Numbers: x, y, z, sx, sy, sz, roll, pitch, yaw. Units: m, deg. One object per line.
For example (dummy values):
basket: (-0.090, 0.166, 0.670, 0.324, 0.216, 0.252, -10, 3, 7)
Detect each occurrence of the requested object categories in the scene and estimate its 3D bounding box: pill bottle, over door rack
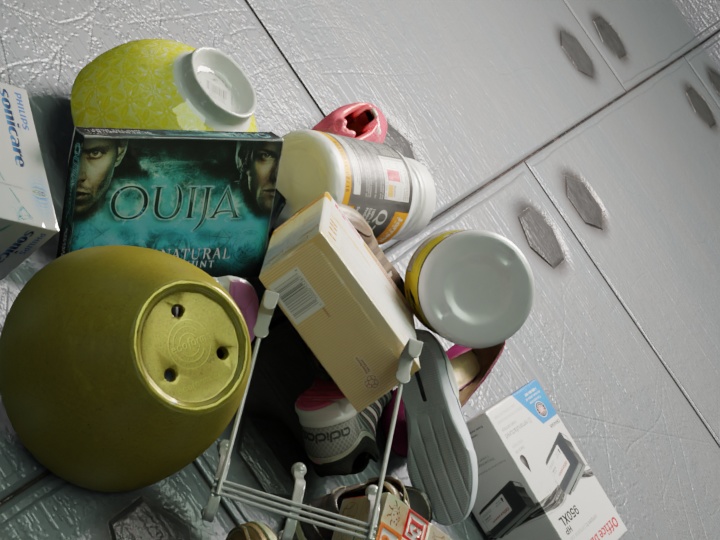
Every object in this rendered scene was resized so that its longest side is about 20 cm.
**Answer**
pill bottle: (0.104, 0.015, 1.512, 0.115, 0.114, 0.200, 53, -2, -4)
pill bottle: (-0.010, -0.087, 1.635, 0.199, 0.116, 0.117, 5, 56, -52)
over door rack: (-0.040, 0.137, 1.262, 0.147, 0.067, 0.201, 18, 68, -7)

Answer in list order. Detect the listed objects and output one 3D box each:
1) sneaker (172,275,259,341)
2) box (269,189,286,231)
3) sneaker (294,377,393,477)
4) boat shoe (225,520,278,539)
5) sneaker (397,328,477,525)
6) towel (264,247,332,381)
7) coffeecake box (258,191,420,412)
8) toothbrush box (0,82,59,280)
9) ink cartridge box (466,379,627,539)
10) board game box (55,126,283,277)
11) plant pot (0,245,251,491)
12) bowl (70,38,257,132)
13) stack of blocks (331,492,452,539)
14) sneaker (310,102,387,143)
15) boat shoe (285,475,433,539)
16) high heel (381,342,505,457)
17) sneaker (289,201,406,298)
sneaker: (-0.191, 0.042, 1.303, 0.199, 0.088, 0.081, -3, 98, -34)
box: (-0.165, -0.067, 1.467, 0.159, 0.046, 0.200, 47, 32, -14)
sneaker: (-0.013, 0.150, 1.447, 0.200, 0.073, 0.088, -24, 109, -75)
boat shoe: (-0.092, 0.294, 1.201, 0.076, 0.072, 0.201, 9, 50, -31)
sneaker: (0.081, 0.153, 1.507, 0.071, 0.072, 0.202, -20, 100, -70)
towel: (-0.042, 0.038, 1.518, 0.147, 0.022, 0.200, 58, 14, 4)
coffeecake box: (-0.017, 0.024, 1.399, 0.154, 0.073, 0.200, 54, 8, -10)
toothbrush box: (-0.353, -0.088, 1.185, 0.199, 0.085, 0.147, 17, 47, -49)
ink cartridge box: (0.187, 0.238, 1.626, 0.201, 0.084, 0.144, 59, 31, 6)
board game box: (-0.168, -0.058, 1.326, 0.199, 0.136, 0.028, -3, 23, -35)
plant pot: (-0.163, 0.068, 1.168, 0.199, 0.142, 0.202, 8, 76, -34)
bowl: (-0.160, -0.146, 1.401, 0.200, 0.107, 0.201, 34, 37, -30)
stack of blocks: (0.016, 0.308, 1.278, 0.115, 0.058, 0.201, 41, 52, -31)
sneaker: (-0.002, -0.163, 1.751, 0.074, 0.087, 0.200, 54, 30, -2)
boat shoe: (0.016, 0.233, 1.399, 0.199, 0.073, 0.075, -3, 62, -55)
high heel: (0.088, 0.126, 1.584, 0.068, 0.096, 0.200, 50, 31, -8)
sneaker: (0.000, 0.000, 1.549, 0.200, 0.070, 0.076, 41, 17, -48)
